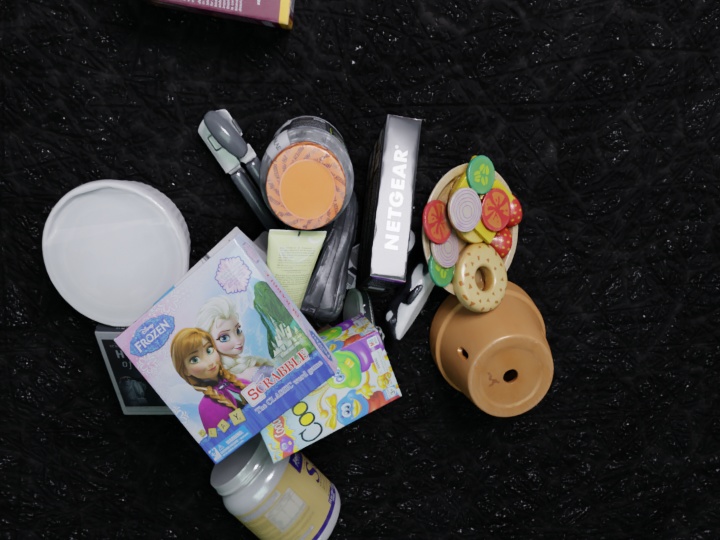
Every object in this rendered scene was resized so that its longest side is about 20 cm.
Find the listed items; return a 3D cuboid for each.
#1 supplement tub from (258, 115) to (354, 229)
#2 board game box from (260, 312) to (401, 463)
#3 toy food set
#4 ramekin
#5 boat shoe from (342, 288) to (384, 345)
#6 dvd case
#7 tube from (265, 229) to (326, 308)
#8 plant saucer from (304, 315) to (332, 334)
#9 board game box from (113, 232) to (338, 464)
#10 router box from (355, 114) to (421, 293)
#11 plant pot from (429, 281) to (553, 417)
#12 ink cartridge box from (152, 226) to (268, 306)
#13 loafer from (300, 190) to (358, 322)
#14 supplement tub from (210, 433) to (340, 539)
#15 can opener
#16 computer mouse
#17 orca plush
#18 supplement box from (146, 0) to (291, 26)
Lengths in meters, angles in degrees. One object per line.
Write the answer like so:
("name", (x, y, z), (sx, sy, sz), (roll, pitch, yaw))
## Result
("supplement tub", (-0.070, -0.130, 0.708), (0.118, 0.201, 0.127), (-1, 110, -4))
("board game box", (-0.057, 0.160, 0.764), (0.195, 0.103, 0.108), (-25, 104, -8))
("toy food set", (0.168, -0.057, 0.797), (0.196, 0.048, 0.204), (36, 77, -28))
("ramekin", (-0.337, -0.034, 0.775), (0.194, 0.095, 0.210), (-2, 111, -4))
("boat shoe", (0.010, 0.122, 0.879), (0.058, 0.076, 0.207), (-9, 115, -22))
("dvd case", (-0.317, 0.159, 0.847), (0.144, 0.025, 0.204), (1, 132, -5))
("tube", (-0.101, 0.033, 0.700), (0.051, 0.058, 0.205), (26, 124, 12))
("plant saucer", (-0.096, 0.173, 0.866), (0.193, 0.034, 0.208), (6, 109, 18))
("board game box", (-0.160, 0.098, 0.655), (0.198, 0.041, 0.202), (-37, 99, 9))
("router box", (0.034, -0.080, 0.723), (0.049, 0.149, 0.208), (7, 82, -7))
("plant pot", (0.219, 0.134, 0.863), (0.192, 0.141, 0.207), (-2, 111, -5))
("ink cartridge box", (-0.174, 0.025, 0.758), (0.115, 0.068, 0.200), (37, 71, 19))
("loafer", (-0.046, -0.030, 0.771), (0.068, 0.068, 0.207), (14, 68, -10))
("supplement tub", (-0.143, 0.372, 0.912), (0.144, 0.146, 0.201), (-37, 109, 9))
("can opener", (-0.161, -0.133, 0.769), (0.052, 0.067, 0.203), (-30, 109, 7))
("computer mouse", (0.000, 0.000, 0.826), (0.196, 0.111, 0.044), (-28, 137, -2))
("orca plush", (0.082, 0.003, 0.841), (0.070, 0.105, 0.205), (31, 109, 17))
("supplement box", (-0.177, -0.362, 0.662), (0.192, 0.111, 0.089), (7, 109, -8))
